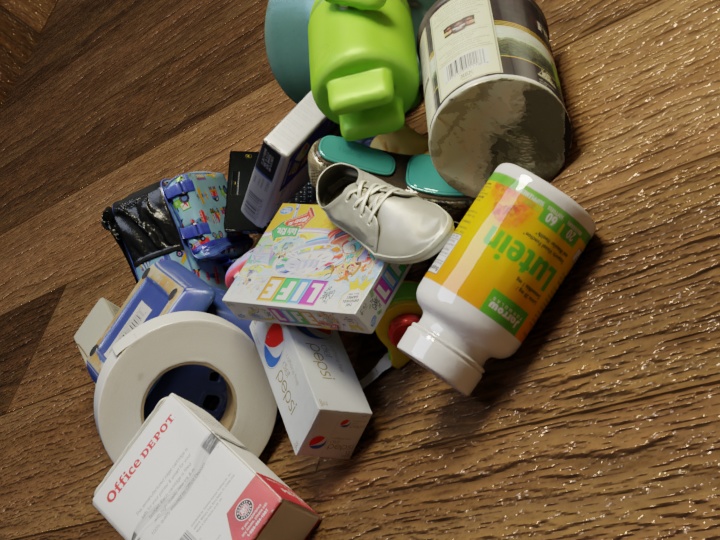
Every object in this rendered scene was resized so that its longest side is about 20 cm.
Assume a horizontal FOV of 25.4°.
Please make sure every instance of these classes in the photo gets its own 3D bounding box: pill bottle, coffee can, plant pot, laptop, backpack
[{"bbox_3d":[0.122,0.011,1.492,0.201,0.111,0.111,-56,25,-3],"label":"pill bottle"},{"bbox_3d":[0.136,-0.189,1.671,0.146,0.146,0.201,-41,29,26],"label":"coffee can"},{"bbox_3d":[0.007,-0.295,1.982,0.160,0.201,0.201,8,65,44],"label":"plant pot"},{"bbox_3d":[-0.196,0.108,1.848,0.201,0.179,0.200,-55,26,-2],"label":"plant pot"},{"bbox_3d":[-0.069,-0.134,2.009,0.178,0.198,0.104,-91,4,-53],"label":"laptop"},{"bbox_3d":[-0.211,-0.011,2.019,0.134,0.201,0.182,-24,-8,18],"label":"backpack"}]

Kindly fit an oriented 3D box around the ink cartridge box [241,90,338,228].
[{"bbox_3d":[-0.052,-0.164,1.883,0.200,0.047,0.198,-50,-7,-25],"label":"ink cartridge box"}]

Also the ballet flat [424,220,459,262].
[{"bbox_3d":[0.085,-0.031,1.641,0.067,0.047,0.200,-25,16,-2],"label":"ballet flat"}]

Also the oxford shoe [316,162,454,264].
[{"bbox_3d":[0.017,-0.059,1.577,0.075,0.058,0.200,-46,37,-12],"label":"oxford shoe"}]

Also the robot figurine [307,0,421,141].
[{"bbox_3d":[0.002,-0.235,1.716,0.115,0.176,0.201,-14,49,12],"label":"robot figurine"}]

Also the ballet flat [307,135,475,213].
[{"bbox_3d":[0.040,-0.092,1.709,0.076,0.199,0.068,101,-179,-48],"label":"ballet flat"}]

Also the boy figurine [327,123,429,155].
[{"bbox_3d":[0.049,-0.131,1.792,0.199,0.125,0.065,8,49,44],"label":"boy figurine"}]

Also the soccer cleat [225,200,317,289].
[{"bbox_3d":[-0.076,-0.034,1.923,0.199,0.067,0.077,-30,36,19],"label":"soccer cleat"}]

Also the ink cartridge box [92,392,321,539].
[{"bbox_3d":[-0.160,0.244,1.640,0.200,0.083,0.147,38,92,38],"label":"ink cartridge box"}]

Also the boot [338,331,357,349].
[{"bbox_3d":[0.000,0.000,1.784,0.200,0.076,0.156,-101,34,-67],"label":"boot"}]

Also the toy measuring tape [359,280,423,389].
[{"bbox_3d":[0.021,0.068,1.647,0.200,0.073,0.074,-41,28,26],"label":"toy measuring tape"}]

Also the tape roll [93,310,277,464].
[{"bbox_3d":[-0.189,0.145,1.735,0.203,0.202,0.037,-54,22,1],"label":"tape roll"}]

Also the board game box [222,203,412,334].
[{"bbox_3d":[-0.036,-0.005,1.645,0.199,0.034,0.135,4,55,44],"label":"board game box"}]

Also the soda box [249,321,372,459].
[{"bbox_3d":[-0.054,0.102,1.672,0.068,0.063,0.200,-63,33,31],"label":"soda box"}]

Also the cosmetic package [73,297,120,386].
[{"bbox_3d":[-0.306,0.118,2.117,0.073,0.103,0.200,-54,24,2],"label":"cosmetic package"}]
